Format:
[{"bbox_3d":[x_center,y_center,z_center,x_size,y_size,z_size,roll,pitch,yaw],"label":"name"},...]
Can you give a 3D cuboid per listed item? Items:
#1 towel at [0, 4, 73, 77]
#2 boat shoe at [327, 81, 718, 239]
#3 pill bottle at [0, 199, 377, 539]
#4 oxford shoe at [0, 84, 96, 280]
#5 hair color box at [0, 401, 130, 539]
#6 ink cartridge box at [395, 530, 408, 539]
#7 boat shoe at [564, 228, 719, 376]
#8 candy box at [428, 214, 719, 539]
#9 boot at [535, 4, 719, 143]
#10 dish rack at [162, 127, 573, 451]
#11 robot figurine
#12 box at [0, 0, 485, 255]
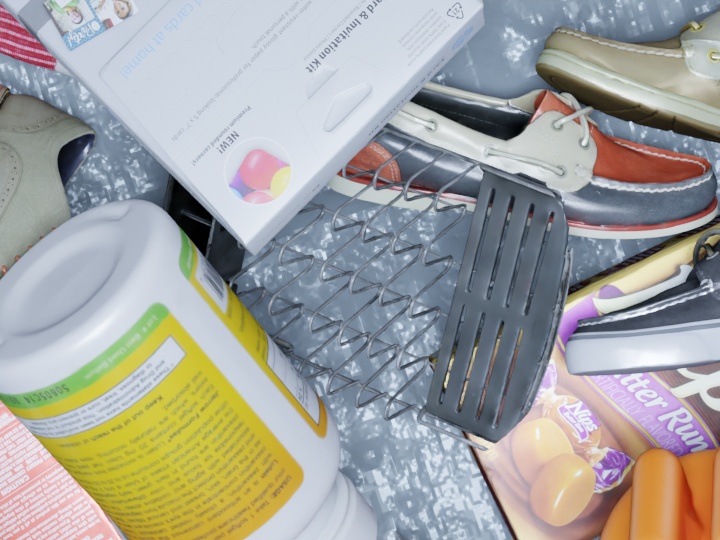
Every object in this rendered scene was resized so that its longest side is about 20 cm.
[{"bbox_3d":[-0.202,-0.189,1.091,0.200,0.023,0.144,22,113,1],"label":"towel"},{"bbox_3d":[0.082,-0.061,1.102,0.200,0.071,0.063,8,112,4],"label":"boat shoe"},{"bbox_3d":[-0.079,0.073,1.026,0.111,0.111,0.200,-37,119,1],"label":"pill bottle"},{"bbox_3d":[-0.174,-0.013,1.056,0.074,0.071,0.200,13,51,-4],"label":"oxford shoe"},{"bbox_3d":[-0.138,0.132,1.091,0.064,0.111,0.200,-32,94,2],"label":"hair color box"},{"bbox_3d":[0.088,0.214,1.075,0.200,0.163,0.057,35,87,-3],"label":"ink cartridge box"},{"bbox_3d":[0.192,0.007,1.060,0.200,0.070,0.066,-11,85,-1],"label":"boat shoe"},{"bbox_3d":[0.148,0.053,1.121,0.200,0.056,0.117,-26,93,-1],"label":"candy box"},{"bbox_3d":[0.196,-0.140,1.104,0.200,0.072,0.155,11,92,-5],"label":"boot"},{"bbox_3d":[0.000,0.000,1.069,0.200,0.055,0.154,22,115,21],"label":"dish rack"},{"bbox_3d":[0.184,0.167,1.074,0.144,0.117,0.200,-34,134,-9],"label":"robot figurine"},{"bbox_3d":[-0.066,-0.132,1.021,0.200,0.041,0.156,44,87,9],"label":"box"}]
